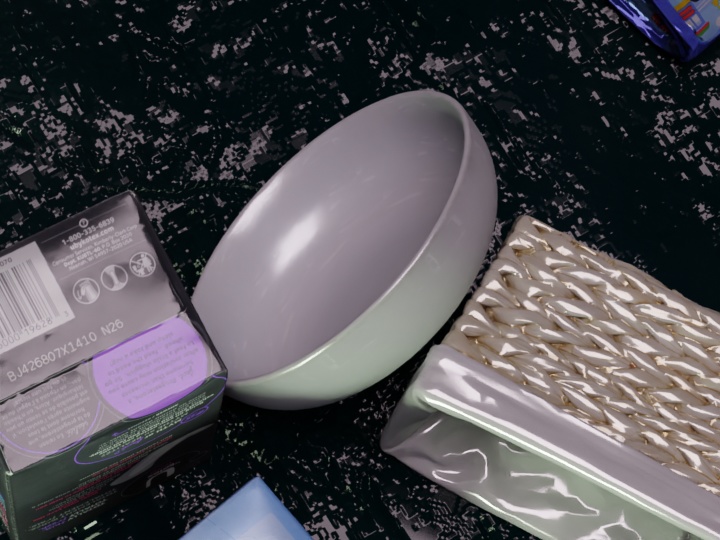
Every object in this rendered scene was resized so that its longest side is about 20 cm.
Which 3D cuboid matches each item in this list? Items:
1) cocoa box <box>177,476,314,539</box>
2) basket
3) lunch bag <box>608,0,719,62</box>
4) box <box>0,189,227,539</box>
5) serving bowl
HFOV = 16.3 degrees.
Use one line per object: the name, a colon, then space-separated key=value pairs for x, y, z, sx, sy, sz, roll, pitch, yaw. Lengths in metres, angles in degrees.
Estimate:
cocoa box: x=-0.089 y=0.224 z=1.278 sx=0.200 sy=0.131 sz=0.133 roll=-39 pitch=80 yaw=-16
basket: x=0.129 y=0.075 z=1.348 sx=0.200 sy=0.136 sz=0.123 roll=27 pitch=69 yaw=2
lunch bag: x=0.186 y=-0.230 z=1.486 sx=0.151 sy=0.094 sz=0.200 roll=-44 pitch=94 yaw=-18
box: x=-0.147 y=0.056 z=1.288 sx=0.122 sy=0.200 sz=0.106 roll=-25 pitch=77 yaw=-13
serving bowl: x=0.000 y=0.000 z=1.345 sx=0.066 sy=0.200 sz=0.200 roll=44 pitch=70 yaw=-26
